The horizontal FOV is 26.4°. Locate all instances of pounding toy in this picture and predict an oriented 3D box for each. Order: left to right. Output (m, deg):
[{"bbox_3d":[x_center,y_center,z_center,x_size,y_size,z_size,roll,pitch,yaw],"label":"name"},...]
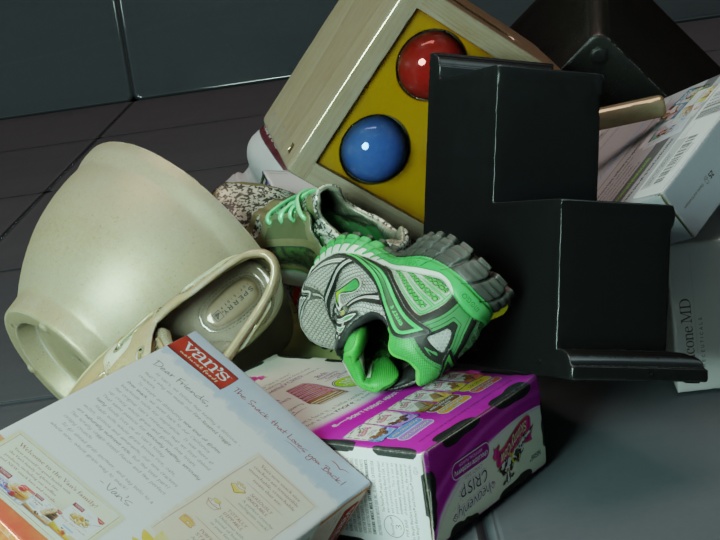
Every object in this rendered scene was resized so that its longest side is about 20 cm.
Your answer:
[{"bbox_3d":[0.071,-0.112,1.093,0.199,0.185,0.142,28,16,-25],"label":"pounding toy"}]

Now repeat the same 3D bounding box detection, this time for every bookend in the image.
[{"bbox_3d":[0.119,-0.039,0.926,0.091,0.202,0.198,2,-1,-22],"label":"bookend"}]

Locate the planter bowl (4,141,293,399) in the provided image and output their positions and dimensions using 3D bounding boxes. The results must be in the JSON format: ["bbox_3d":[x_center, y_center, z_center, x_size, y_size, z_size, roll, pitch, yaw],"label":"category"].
[{"bbox_3d":[-0.165,0.028,1.085,0.199,0.201,0.135,8,46,49],"label":"planter bowl"}]

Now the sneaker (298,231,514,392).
[{"bbox_3d":[0.006,0.028,0.921,0.085,0.078,0.200,-48,15,-19],"label":"sneaker"}]

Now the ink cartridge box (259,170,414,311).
[{"bbox_3d":[0.000,0.000,1.141,0.108,0.051,0.201,0,37,-25],"label":"ink cartridge box"}]

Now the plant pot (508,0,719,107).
[{"bbox_3d":[0.204,-0.131,1.325,0.200,0.199,0.178,-45,10,18],"label":"plant pot"}]

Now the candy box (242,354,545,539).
[{"bbox_3d":[-0.009,0.103,0.911,0.198,0.062,0.136,3,16,35],"label":"candy box"}]

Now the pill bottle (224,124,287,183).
[{"bbox_3d":[-0.020,-0.099,1.267,0.200,0.113,0.113,-40,11,8],"label":"pill bottle"}]

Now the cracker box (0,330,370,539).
[{"bbox_3d":[-0.103,0.120,0.769,0.134,0.058,0.200,39,33,16],"label":"cracker box"}]

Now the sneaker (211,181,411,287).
[{"bbox_3d":[-0.026,-0.033,1.050,0.199,0.089,0.077,26,50,31],"label":"sneaker"}]

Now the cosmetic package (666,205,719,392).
[{"bbox_3d":[0.299,0.009,1.015,0.198,0.109,0.085,-8,17,6],"label":"cosmetic package"}]

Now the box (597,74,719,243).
[{"bbox_3d":[0.190,-0.064,1.063,0.156,0.041,0.199,-48,15,-30],"label":"box"}]

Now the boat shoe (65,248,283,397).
[{"bbox_3d":[-0.125,0.061,0.967,0.200,0.072,0.065,-44,-4,-13],"label":"boat shoe"}]

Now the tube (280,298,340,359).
[{"bbox_3d":[-0.009,0.063,1.111,0.058,0.052,0.199,-53,35,-12],"label":"tube"}]
